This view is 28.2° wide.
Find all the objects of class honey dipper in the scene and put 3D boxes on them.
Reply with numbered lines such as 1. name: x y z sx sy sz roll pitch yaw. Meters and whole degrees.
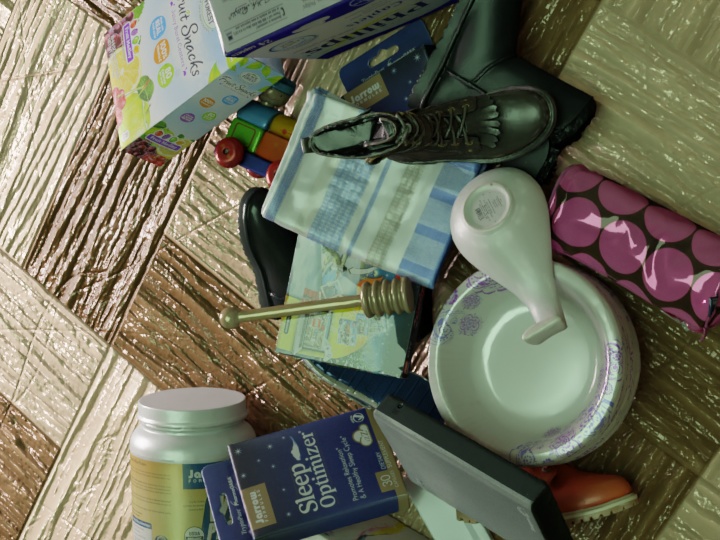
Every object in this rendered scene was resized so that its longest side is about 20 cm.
1. honey dipper: -0.047 0.035 1.430 0.199 0.038 0.038 -7 93 13

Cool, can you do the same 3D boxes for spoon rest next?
1. spoon rest: 0.146 -0.013 1.347 0.099 0.061 0.200 -30 54 16

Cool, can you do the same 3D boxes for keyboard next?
1. keyboard: 0.116 0.297 1.522 0.056 0.011 0.200 -32 80 11

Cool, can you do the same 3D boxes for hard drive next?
1. hard drive: 0.112 0.206 1.385 0.200 0.140 0.033 27 66 38

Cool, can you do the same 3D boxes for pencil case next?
1. pencil case: 0.265 -0.019 1.355 0.200 0.091 0.094 33 108 26

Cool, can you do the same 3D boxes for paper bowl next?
1. paper bowl: 0.174 0.090 1.401 0.200 0.104 0.201 -3 84 27

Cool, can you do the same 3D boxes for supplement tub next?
1. supplement tub: -0.189 0.243 1.627 0.144 0.145 0.201 4 99 30

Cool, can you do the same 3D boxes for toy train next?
1. toy train: -0.052 -0.133 1.539 0.200 0.085 0.116 25 95 25

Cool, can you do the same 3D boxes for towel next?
1. towel: 0.011 -0.084 1.435 0.200 0.024 0.147 24 91 13

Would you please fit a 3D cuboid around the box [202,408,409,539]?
1. box: -0.061 0.222 1.511 0.032 0.199 0.121 84 168 -50

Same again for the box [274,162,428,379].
1. box: 0.000 0.000 1.461 0.136 0.038 0.201 11 87 13

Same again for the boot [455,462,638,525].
1. boot: 0.182 0.202 1.446 0.200 0.075 0.108 -3 91 32

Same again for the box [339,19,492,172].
1. box: 0.053 -0.148 1.496 0.121 0.032 0.200 -29 81 30

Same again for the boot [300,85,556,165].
1. boot: 0.066 -0.126 1.311 0.200 0.174 0.069 -11 90 24

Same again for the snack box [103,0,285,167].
1. snack box: -0.187 -0.238 1.573 0.200 0.068 0.169 -32 57 28

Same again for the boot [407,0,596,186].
1. boot: 0.161 -0.201 1.401 0.168 0.076 0.200 31 100 14

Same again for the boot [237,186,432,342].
1. boot: -0.024 -0.008 1.524 0.200 0.066 0.165 8 128 33

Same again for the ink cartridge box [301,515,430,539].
1. ink cartridge box: 0.016 0.316 1.532 0.200 0.116 0.068 27 110 24

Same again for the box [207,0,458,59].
1. box: -0.026 -0.289 1.424 0.184 0.200 0.105 -18 88 31

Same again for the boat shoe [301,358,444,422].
1. boat shoe: 0.002 0.111 1.518 0.200 0.072 0.072 39 75 6
